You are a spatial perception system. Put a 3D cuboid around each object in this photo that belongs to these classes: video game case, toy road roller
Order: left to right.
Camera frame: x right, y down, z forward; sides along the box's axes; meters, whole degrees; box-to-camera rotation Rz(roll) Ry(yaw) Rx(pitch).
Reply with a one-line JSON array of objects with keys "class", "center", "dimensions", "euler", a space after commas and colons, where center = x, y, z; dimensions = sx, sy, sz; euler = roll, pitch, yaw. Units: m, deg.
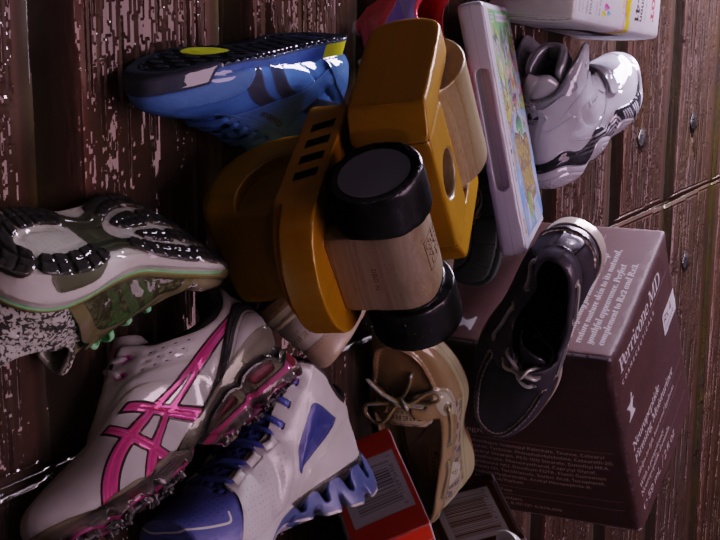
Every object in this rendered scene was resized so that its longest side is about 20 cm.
[{"class": "toy road roller", "center": [-0.009, -0.052, 0.896], "dimensions": [0.201, 0.144, 0.124], "euler": [-73, 154, -44]}, {"class": "video game case", "center": [0.113, -0.115, 1.134], "dimensions": [0.200, 0.022, 0.184], "euler": [-39, 119, -76]}]

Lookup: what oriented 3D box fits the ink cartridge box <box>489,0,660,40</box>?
[{"class": "ink cartridge box", "center": [0.197, -0.285, 1.284], "dimensions": [0.199, 0.085, 0.149], "euler": [-6, 102, -57]}]

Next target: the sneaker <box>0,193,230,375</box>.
[{"class": "sneaker", "center": [-0.153, 0.013, 0.814], "dimensions": [0.199, 0.077, 0.089], "euler": [-6, 128, -58]}]

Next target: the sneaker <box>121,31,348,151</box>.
[{"class": "sneaker", "center": [-0.070, -0.103, 0.904], "dimensions": [0.199, 0.065, 0.079], "euler": [-20, 118, -56]}]

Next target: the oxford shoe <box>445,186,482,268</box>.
[{"class": "oxford shoe", "center": [0.056, -0.033, 1.119], "dimensions": [0.071, 0.073, 0.202], "euler": [-40, 130, -47]}]

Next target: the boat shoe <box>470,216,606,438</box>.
[{"class": "boat shoe", "center": [0.123, 0.053, 1.099], "dimensions": [0.063, 0.072, 0.201], "euler": [-42, 157, -55]}]

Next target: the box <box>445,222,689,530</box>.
[{"class": "box", "center": [0.176, 0.088, 1.252], "dimensions": [0.166, 0.163, 0.201], "euler": [-57, 141, -41]}]

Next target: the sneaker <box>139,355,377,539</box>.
[{"class": "sneaker", "center": [-0.071, 0.117, 0.957], "dimensions": [0.199, 0.080, 0.117], "euler": [-19, 102, -51]}]

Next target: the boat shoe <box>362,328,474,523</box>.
[{"class": "boat shoe", "center": [0.046, 0.120, 1.142], "dimensions": [0.063, 0.073, 0.201], "euler": [-58, 143, -37]}]

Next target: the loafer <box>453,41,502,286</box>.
[{"class": "loafer", "center": [0.086, -0.086, 1.166], "dimensions": [0.063, 0.071, 0.202], "euler": [-52, 136, -48]}]

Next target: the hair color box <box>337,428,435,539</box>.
[{"class": "hair color box", "center": [0.032, 0.234, 1.104], "dimensions": [0.063, 0.111, 0.201], "euler": [-22, 126, -4]}]

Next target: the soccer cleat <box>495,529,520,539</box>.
[{"class": "soccer cleat", "center": [0.048, 0.261, 1.008], "dimensions": [0.200, 0.069, 0.078], "euler": [-39, 126, -25]}]

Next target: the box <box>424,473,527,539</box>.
[{"class": "box", "center": [0.106, 0.288, 1.241], "dimensions": [0.100, 0.074, 0.202], "euler": [-116, -164, -61]}]

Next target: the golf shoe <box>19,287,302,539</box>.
[{"class": "golf shoe", "center": [-0.131, 0.089, 0.862], "dimensions": [0.092, 0.073, 0.200], "euler": [48, 58, 3]}]

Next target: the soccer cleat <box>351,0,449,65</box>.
[{"class": "soccer cleat", "center": [0.048, -0.109, 1.020], "dimensions": [0.066, 0.076, 0.202], "euler": [19, 53, -54]}]

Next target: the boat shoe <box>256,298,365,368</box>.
[{"class": "boat shoe", "center": [0.000, 0.000, 1.008], "dimensions": [0.065, 0.072, 0.200], "euler": [46, 36, -3]}]

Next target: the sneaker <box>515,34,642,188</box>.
[{"class": "sneaker", "center": [0.198, -0.171, 1.320], "dimensions": [0.200, 0.075, 0.116], "euler": [-48, 139, -38]}]
